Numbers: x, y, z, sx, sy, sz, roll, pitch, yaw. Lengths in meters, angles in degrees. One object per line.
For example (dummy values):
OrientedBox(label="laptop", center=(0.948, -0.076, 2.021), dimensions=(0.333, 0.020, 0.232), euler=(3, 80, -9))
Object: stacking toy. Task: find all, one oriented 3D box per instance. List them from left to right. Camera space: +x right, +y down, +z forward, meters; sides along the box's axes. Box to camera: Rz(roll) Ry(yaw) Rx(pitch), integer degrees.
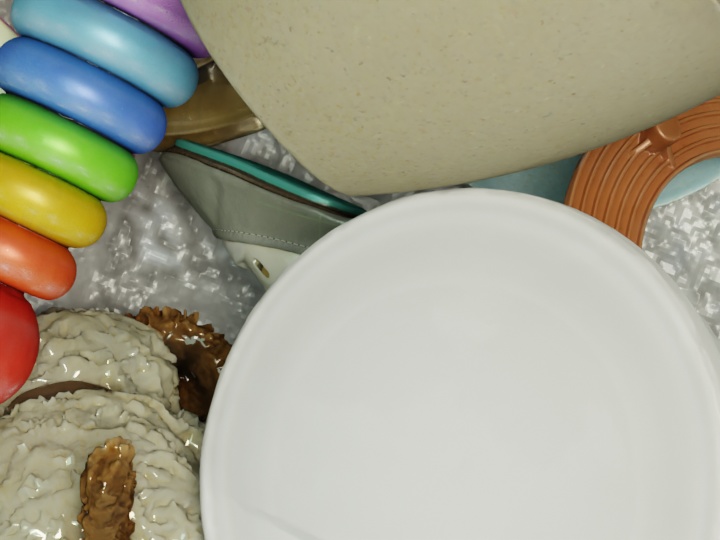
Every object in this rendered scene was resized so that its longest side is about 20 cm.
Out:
OrientedBox(label="stacking toy", center=(-0.118, -0.042, 0.812), dimensions=(0.085, 0.085, 0.200), euler=(27, 86, -1))

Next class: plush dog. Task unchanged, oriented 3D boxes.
OrientedBox(label="plush dog", center=(-0.117, 0.082, 0.857), dimensions=(0.200, 0.172, 0.161), euler=(-14, 131, -14))

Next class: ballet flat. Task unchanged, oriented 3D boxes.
OrientedBox(label="ballet flat", center=(0.000, 0.000, 0.879), dimensions=(0.200, 0.067, 0.064), euler=(17, 89, 19))

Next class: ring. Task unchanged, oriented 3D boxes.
OrientedBox(label="ring", center=(0.168, 0.011, 0.865), dimensions=(0.200, 0.019, 0.201), euler=(11, 63, -23))

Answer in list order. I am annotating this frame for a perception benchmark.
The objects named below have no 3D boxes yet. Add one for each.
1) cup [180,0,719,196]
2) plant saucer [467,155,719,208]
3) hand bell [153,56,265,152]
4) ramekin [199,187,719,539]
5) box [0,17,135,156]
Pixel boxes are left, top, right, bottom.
OrientedBox(label="cup", center=(0.022, -0.108, 0.743), dimensions=(0.143, 0.200, 0.200), euler=(-37, 89, 12))
OrientedBox(label="plant saucer", center=(0.095, -0.121, 0.936), dimensions=(0.201, 0.039, 0.201), euler=(0, 87, -1))
OrientedBox(label="hand bell", center=(-0.084, -0.161, 0.922), dimensions=(0.104, 0.104, 0.200), euler=(-22, 75, -3))
OrientedBox(label="ramekin", center=(0.050, 0.075, 0.777), dimensions=(0.202, 0.094, 0.203), euler=(-2, 84, 27))
OrientedBox(label="box", center=(-0.226, -0.056, 0.894), dimensions=(0.200, 0.097, 0.176), euler=(43, 87, -1))
